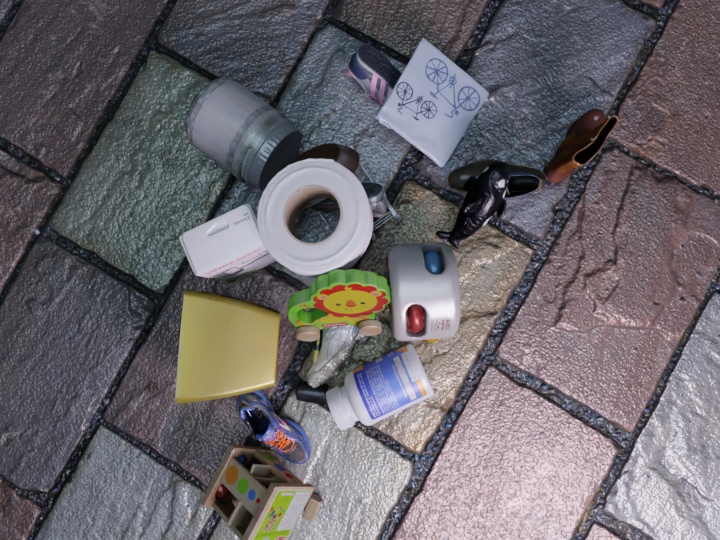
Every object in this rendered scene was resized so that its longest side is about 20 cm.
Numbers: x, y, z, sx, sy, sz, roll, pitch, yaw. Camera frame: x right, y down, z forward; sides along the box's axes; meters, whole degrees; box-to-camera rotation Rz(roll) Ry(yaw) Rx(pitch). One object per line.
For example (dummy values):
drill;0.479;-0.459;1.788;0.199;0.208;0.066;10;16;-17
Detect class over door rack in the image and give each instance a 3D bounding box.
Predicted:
over door rack;-0.027;-0.147;1.077;0.147;0.067;0.201;-35;84;0

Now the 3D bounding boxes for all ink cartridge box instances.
ink cartridge box;-0.240;-0.047;1.017;0.144;0.200;0.085;-25;84;2

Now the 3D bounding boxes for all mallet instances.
mallet;-0.081;0.176;1.075;0.065;0.041;0.203;14;83;3

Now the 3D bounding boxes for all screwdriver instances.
screwdriver;0.000;0.000;1.085;0.199;0.028;0.029;-37;115;0

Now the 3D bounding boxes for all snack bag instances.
snack bag;0.152;-0.341;1.068;0.187;0.021;0.201;32;86;-16

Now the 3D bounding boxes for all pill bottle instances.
pill bottle;0.036;0.236;1.023;0.198;0.112;0.113;-25;85;2

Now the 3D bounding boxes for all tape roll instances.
tape roll;-0.078;-0.091;0.911;0.200;0.071;0.205;-1;81;7

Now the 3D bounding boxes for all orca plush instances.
orca plush;0.210;-0.126;1.010;0.200;0.071;0.106;-43;67;41

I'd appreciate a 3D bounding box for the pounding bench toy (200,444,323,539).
pounding bench toy;-0.185;0.441;1.025;0.155;0.200;0.125;25;85;37

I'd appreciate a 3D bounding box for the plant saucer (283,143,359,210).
plant saucer;-0.097;-0.197;1.030;0.199;0.201;0.037;-31;124;2

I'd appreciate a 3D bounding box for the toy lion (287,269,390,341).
toy lion;-0.042;0.059;0.945;0.197;0.192;0.069;-7;60;8

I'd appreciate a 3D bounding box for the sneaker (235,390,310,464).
sneaker;-0.180;0.324;1.037;0.075;0.078;0.200;-44;101;6

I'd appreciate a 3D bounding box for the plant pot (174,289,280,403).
plant pot;-0.249;0.146;1.018;0.174;0.200;0.203;4;86;-9

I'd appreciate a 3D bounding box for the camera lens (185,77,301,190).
camera lens;-0.241;-0.279;1.053;0.199;0.160;0.161;36;89;6

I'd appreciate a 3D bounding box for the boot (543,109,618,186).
boot;0.433;-0.259;0.985;0.068;0.200;0.188;45;90;5

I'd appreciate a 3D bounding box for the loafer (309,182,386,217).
loafer;-0.040;-0.132;1.012;0.198;0.063;0.072;7;48;32

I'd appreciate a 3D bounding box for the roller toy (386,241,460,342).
roller toy;0.123;0.042;0.993;0.138;0.182;0.203;-4;86;1

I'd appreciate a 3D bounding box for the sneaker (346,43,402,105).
sneaker;0.054;-0.380;1.095;0.200;0.082;0.070;46;58;-12

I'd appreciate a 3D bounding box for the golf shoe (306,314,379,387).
golf shoe;-0.052;0.144;1.053;0.097;0.079;0.200;36;70;22

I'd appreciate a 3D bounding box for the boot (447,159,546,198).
boot;0.270;-0.183;1.030;0.197;0.097;0.076;2;103;16
